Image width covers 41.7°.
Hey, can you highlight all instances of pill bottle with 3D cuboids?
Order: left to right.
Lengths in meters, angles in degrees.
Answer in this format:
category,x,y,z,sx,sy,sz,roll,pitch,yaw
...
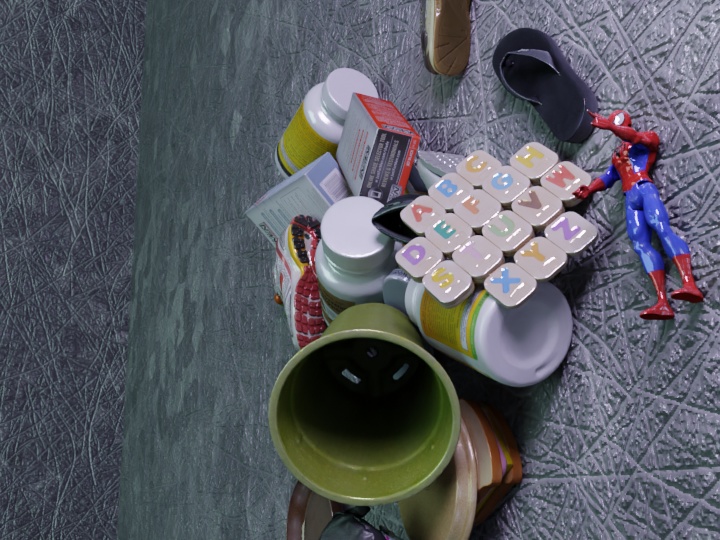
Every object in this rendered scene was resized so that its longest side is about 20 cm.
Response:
category,x,y,z,sx,sy,sz,roll,pitch,yaw
pill bottle,-0.051,-0.219,1.470,0.200,0.112,0.113,131,138,-53
pill bottle,0.000,0.000,1.202,0.200,0.113,0.115,86,175,-59
pill bottle,0.127,0.046,1.018,0.200,0.110,0.112,-158,75,-65

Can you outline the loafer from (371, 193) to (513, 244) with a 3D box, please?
category,x,y,z,sx,sy,sz,roll,pitch,yaw
loafer,0.095,-0.046,1.035,0.200,0.070,0.069,13,116,46

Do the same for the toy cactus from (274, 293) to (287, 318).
category,x,y,z,sx,sy,sz,roll,pitch,yaw
toy cactus,-0.064,0.008,1.473,0.166,0.102,0.200,-63,-6,-4

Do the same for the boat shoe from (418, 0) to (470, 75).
category,x,y,z,sx,sy,sz,roll,pitch,yaw
boat shoe,0.105,-0.350,1.204,0.065,0.073,0.202,13,97,60

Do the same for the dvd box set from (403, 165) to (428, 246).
category,x,y,z,sx,sy,sz,roll,pitch,yaw
dvd box set,0.034,-0.065,1.348,0.147,0.029,0.201,-115,38,-49

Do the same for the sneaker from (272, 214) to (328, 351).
category,x,y,z,sx,sy,sz,roll,pitch,yaw
sneaker,-0.080,0.027,1.339,0.082,0.077,0.201,-36,52,48

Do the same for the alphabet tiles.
category,x,y,z,sx,sy,sz,roll,pitch,yaw
alphabet tiles,0.135,-0.049,0.960,0.200,0.015,0.196,-40,46,-6

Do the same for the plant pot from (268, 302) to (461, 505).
category,x,y,z,sx,sy,sz,roll,pitch,yaw
plant pot,0.008,0.123,1.057,0.190,0.199,0.201,-81,6,-71

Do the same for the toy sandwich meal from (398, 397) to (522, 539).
category,x,y,z,sx,sy,sz,roll,pitch,yaw
toy sandwich meal,0.107,0.235,1.082,0.205,0.070,0.207,-175,90,-69

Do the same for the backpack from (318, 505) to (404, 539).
category,x,y,z,sx,sy,sz,roll,pitch,yaw
backpack,0.018,0.379,1.076,0.167,0.200,0.126,-52,43,-2

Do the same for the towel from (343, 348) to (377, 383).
category,x,y,z,sx,sy,sz,roll,pitch,yaw
towel,-0.014,0.166,1.335,0.200,0.085,0.167,-140,59,-61

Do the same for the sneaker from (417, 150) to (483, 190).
category,x,y,z,sx,sy,sz,roll,pitch,yaw
sneaker,0.115,-0.087,1.130,0.200,0.076,0.081,-126,38,-58

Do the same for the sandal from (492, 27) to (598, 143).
category,x,y,z,sx,sy,sz,roll,pitch,yaw
sandal,0.190,-0.208,1.019,0.200,0.043,0.076,-119,42,-52

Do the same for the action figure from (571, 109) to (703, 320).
category,x,y,z,sx,sy,sz,roll,pitch,yaw
action figure,0.231,-0.062,0.838,0.065,0.098,0.201,-45,42,52

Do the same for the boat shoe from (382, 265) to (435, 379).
category,x,y,z,sx,sy,sz,roll,pitch,yaw
boat shoe,0.068,0.066,1.183,0.073,0.068,0.200,15,133,31

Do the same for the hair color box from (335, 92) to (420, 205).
category,x,y,z,sx,sy,sz,roll,pitch,yaw
hair color box,0.019,-0.163,1.260,0.200,0.061,0.102,-110,34,-65

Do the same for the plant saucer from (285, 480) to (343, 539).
category,x,y,z,sx,sy,sz,roll,pitch,yaw
plant saucer,-0.066,0.411,1.458,0.200,0.034,0.202,157,115,-62

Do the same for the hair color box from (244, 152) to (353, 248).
category,x,y,z,sx,sy,sz,roll,pitch,yaw
hair color box,-0.083,-0.093,1.413,0.061,0.099,0.200,-47,14,-33
